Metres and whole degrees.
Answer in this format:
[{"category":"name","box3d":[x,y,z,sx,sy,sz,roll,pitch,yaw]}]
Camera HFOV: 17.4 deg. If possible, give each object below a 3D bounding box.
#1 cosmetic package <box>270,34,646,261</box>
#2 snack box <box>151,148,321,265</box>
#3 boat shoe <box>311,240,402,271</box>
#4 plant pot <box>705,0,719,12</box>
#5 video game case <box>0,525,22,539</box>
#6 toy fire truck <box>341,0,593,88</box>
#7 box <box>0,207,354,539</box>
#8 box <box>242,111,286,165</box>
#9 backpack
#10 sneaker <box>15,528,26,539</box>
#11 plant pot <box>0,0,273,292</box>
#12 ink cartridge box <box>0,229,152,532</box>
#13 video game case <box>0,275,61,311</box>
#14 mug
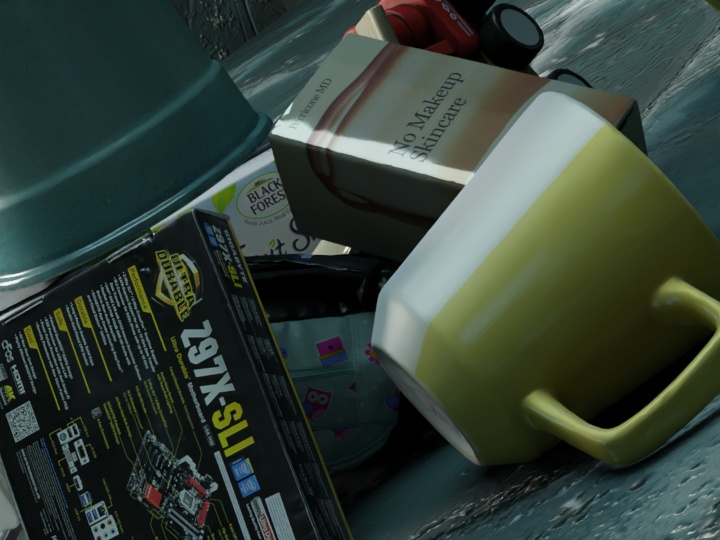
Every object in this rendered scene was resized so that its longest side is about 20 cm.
[{"category":"cosmetic package","box3d":[0.060,-0.061,1.391,0.199,0.088,0.104,14,53,29]},{"category":"snack box","box3d":[-0.029,-0.020,1.637,0.199,0.143,0.053,-28,12,25]},{"category":"boat shoe","box3d":[0.000,0.000,1.558,0.072,0.059,0.201,-106,36,-56]},{"category":"plant pot","box3d":[0.325,-0.276,1.690,0.200,0.201,0.193,-41,2,-38]},{"category":"video game case","box3d":[-0.274,0.157,1.720,0.199,0.025,0.182,-22,34,45]},{"category":"toy fire truck","box3d":[0.059,-0.131,1.655,0.199,0.176,0.129,-25,-18,-50]},{"category":"box","box3d":[-0.106,0.093,1.223,0.159,0.201,0.049,-29,-18,18]},{"category":"box","box3d":[-0.058,-0.027,1.731,0.199,0.149,0.104,-28,11,24]},{"category":"backpack","box3d":[-0.060,0.057,1.331,0.198,0.128,0.167,-7,-1,-12]},{"category":"sneaker","box3d":[-0.167,0.167,1.401,0.199,0.077,0.082,-26,5,28]},{"category":"plant pot","box3d":[-0.186,-0.122,1.416,0.199,0.197,0.200,-28,14,8]},{"category":"ink cartridge box","box3d":[-0.206,0.074,1.446,0.144,0.084,0.200,-21,20,45]},{"category":"video game case","box3d":[-0.235,0.003,1.545,0.199,0.018,0.143,-24,15,37]},{"category":"mug","box3d":[0.090,0.015,1.163,0.153,0.150,0.187,-42,5,-7]}]
